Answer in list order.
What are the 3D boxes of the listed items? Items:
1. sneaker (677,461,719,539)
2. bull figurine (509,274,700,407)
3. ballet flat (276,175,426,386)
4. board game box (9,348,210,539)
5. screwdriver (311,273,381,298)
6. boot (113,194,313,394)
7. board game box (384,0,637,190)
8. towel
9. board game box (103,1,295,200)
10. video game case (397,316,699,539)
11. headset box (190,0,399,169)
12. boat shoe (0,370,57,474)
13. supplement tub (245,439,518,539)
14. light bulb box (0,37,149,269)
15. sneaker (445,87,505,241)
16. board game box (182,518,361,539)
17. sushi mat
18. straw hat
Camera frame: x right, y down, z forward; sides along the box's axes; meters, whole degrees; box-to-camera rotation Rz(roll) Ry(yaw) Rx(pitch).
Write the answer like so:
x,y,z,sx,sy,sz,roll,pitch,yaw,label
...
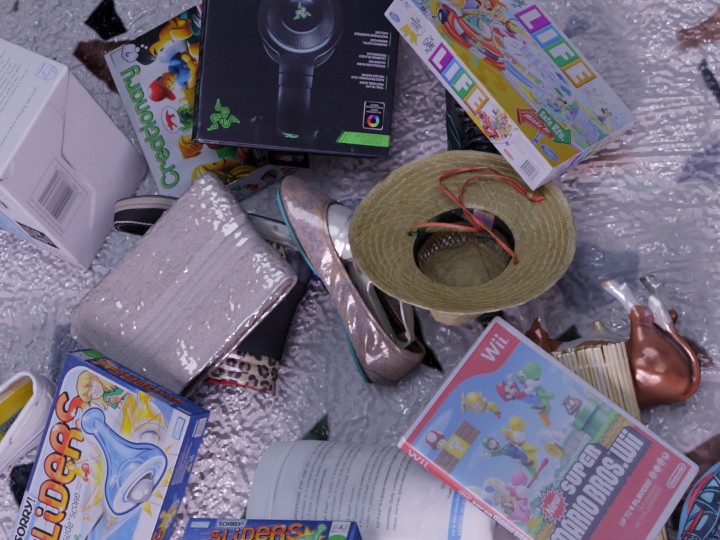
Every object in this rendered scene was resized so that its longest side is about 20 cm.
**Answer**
x,y,z,sx,sy,sz,roll,pitch,yaw,label
0.271,0.227,1.302,0.079,0.096,0.200,30,82,2,sneaker
0.176,0.076,1.411,0.199,0.065,0.122,-11,84,8,bull figurine
0.000,0.000,1.464,0.067,0.068,0.201,-23,98,28,ballet flat
-0.218,0.185,1.463,0.135,0.034,0.201,24,103,25,board game box
-0.065,-0.003,1.545,0.199,0.028,0.029,15,45,23,screwdriver
-0.141,0.019,1.519,0.199,0.073,0.151,12,83,12,boot
0.131,-0.175,1.476,0.134,0.034,0.200,-31,77,-43,board game box
-0.157,0.026,1.468,0.200,0.034,0.133,-46,69,17,towel
-0.153,-0.152,1.627,0.126,0.035,0.201,-28,63,5,board game box
0.146,0.143,1.317,0.200,0.017,0.143,37,58,7,video game case
-0.058,-0.191,1.518,0.173,0.093,0.201,5,93,-8,headset box
-0.355,0.165,1.529,0.202,0.086,0.075,-41,63,-3,boat shoe
0.022,0.206,1.374,0.199,0.132,0.133,3,69,18,supplement tub
-0.334,-0.124,1.579,0.199,0.198,0.125,24,75,25,light bulb box
0.101,-0.123,1.514,0.075,0.079,0.201,-11,67,12,sneaker
-0.047,0.270,1.325,0.135,0.201,0.035,-1,42,17,board game box
0.185,0.160,1.366,0.095,0.012,0.201,-13,87,8,sushi mat
0.087,-0.005,1.434,0.200,0.085,0.202,0,44,0,straw hat
